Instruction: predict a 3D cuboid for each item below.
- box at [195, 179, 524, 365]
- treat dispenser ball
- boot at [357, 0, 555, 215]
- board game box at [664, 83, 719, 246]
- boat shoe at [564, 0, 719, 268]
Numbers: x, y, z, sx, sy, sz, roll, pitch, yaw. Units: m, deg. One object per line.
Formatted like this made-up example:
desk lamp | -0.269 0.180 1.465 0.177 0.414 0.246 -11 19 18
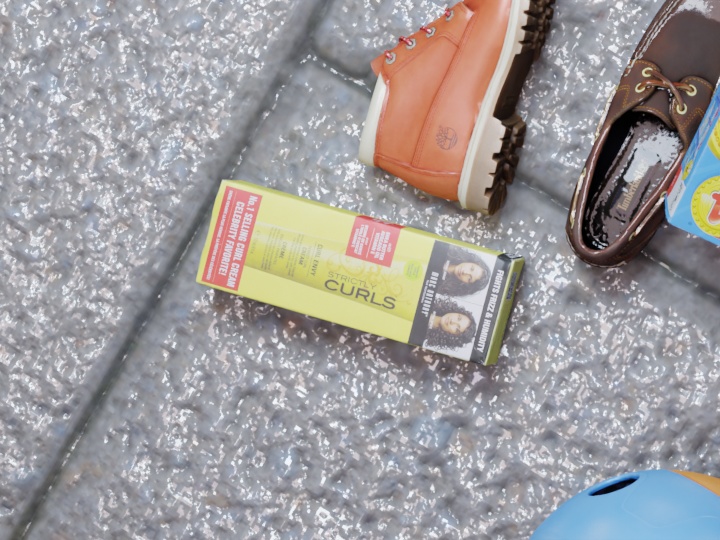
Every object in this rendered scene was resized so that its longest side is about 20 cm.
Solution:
box | 0.000 0.000 1.751 0.199 0.050 0.075 17 94 12
treat dispenser ball | 0.184 0.220 1.632 0.200 0.201 0.202 0 89 12
boot | 0.062 -0.146 1.731 0.107 0.075 0.201 18 94 17
board game box | 0.313 -0.082 1.636 0.200 0.056 0.196 23 108 -2
boat shoe | 0.188 -0.094 1.702 0.070 0.070 0.200 23 93 13
